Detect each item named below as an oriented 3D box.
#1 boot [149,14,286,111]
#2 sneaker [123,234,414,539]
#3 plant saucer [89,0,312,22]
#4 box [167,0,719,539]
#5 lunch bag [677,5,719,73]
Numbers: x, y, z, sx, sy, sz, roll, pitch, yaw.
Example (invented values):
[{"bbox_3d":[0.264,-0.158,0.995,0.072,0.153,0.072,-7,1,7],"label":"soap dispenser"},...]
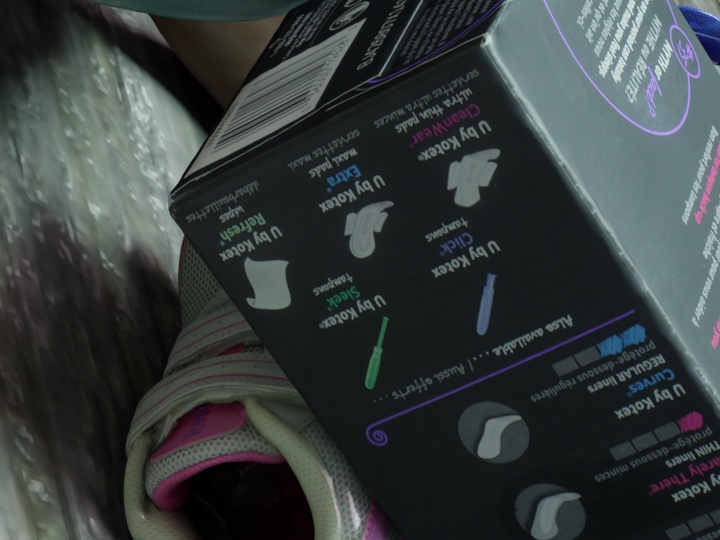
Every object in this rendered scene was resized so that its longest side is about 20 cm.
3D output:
[{"bbox_3d":[0.000,0.000,0.885,0.186,0.064,0.200,33,37,-47],"label":"boot"},{"bbox_3d":[-0.022,0.045,0.751,0.088,0.081,0.200,35,31,-45],"label":"sneaker"},{"bbox_3d":[-0.082,-0.120,0.802,0.199,0.036,0.200,17,21,-7],"label":"plant saucer"},{"bbox_3d":[0.058,0.012,0.726,0.200,0.106,0.122,55,31,-17],"label":"box"},{"bbox_3d":[0.130,0.000,0.982,0.200,0.124,0.170,24,-28,48],"label":"lunch bag"}]
